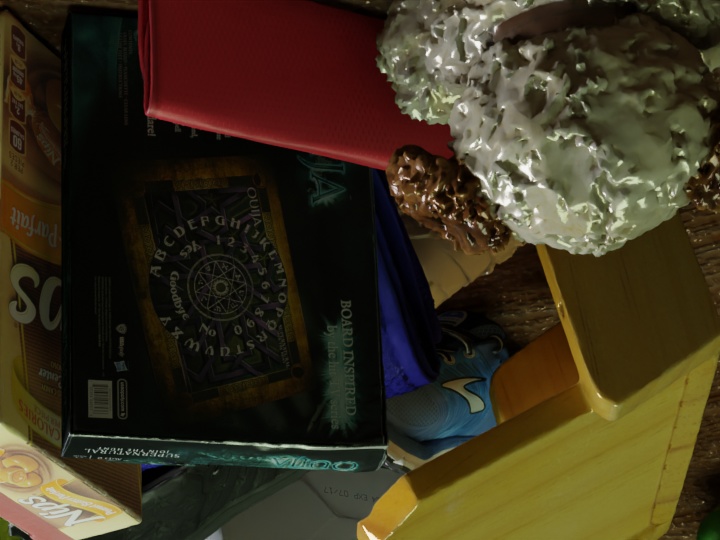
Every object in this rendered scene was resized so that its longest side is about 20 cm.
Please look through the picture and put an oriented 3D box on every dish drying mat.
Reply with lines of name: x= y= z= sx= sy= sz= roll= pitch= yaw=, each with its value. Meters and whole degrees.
dish drying mat: x=-0.003 y=-0.078 z=1.245 sx=0.199 sy=0.077 sz=0.018 roll=11 pitch=149 yaw=-25

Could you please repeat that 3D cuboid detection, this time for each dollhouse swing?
dollhouse swing: x=0.060 y=0.057 z=1.348 sx=0.175 sy=0.182 sz=0.200 roll=-13 pitch=151 yaw=-9

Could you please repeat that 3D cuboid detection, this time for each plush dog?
plush dog: x=0.092 y=-0.087 z=1.145 sx=0.199 sy=0.172 sz=0.161 roll=-10 pitch=149 yaw=12

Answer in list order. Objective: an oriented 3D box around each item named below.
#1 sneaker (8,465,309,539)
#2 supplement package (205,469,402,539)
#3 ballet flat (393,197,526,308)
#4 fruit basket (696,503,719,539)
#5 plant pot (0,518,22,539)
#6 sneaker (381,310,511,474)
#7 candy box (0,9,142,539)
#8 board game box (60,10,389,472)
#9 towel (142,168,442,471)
sneaker: x=-0.084 y=0.090 z=1.454 sx=0.200 sy=0.060 sz=0.104 roll=-40 pitch=156 yaw=-14
supplement package: x=-0.047 y=0.183 z=1.620 sx=0.191 sy=0.147 sz=0.200 roll=14 pitch=144 yaw=-29
ballet flat: x=0.000 y=0.000 z=1.393 sx=0.199 sy=0.072 sz=0.072 roll=-10 pitch=150 yaw=9
fruit basket: x=0.273 y=0.209 z=1.724 sx=0.215 sy=0.156 sz=0.216 roll=-13 pitch=165 yaw=-3
plant pot: x=-0.269 y=0.195 z=1.575 sx=0.198 sy=0.200 sz=0.182 roll=-1 pitch=143 yaw=-5
sneaker: x=0.026 y=0.059 z=1.475 sx=0.078 sy=0.089 sz=0.200 roll=13 pitch=178 yaw=32
candy box: x=-0.144 y=0.004 z=1.246 sx=0.055 sy=0.201 sz=0.115 roll=-17 pitch=148 yaw=22
board game box: x=-0.059 y=-0.013 z=1.226 sx=0.135 sy=0.201 sz=0.028 roll=4 pitch=153 yaw=-13
towel: x=-0.068 y=0.008 z=1.346 sx=0.200 sy=0.148 sz=0.050 roll=-19 pitch=-179 yaw=24
